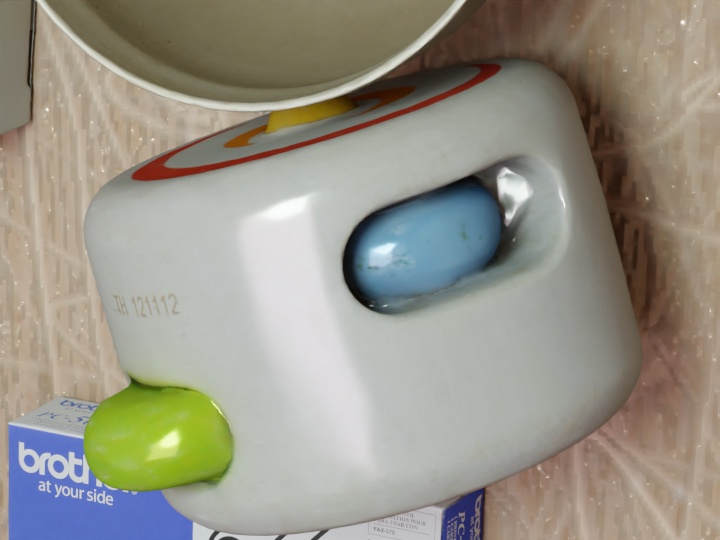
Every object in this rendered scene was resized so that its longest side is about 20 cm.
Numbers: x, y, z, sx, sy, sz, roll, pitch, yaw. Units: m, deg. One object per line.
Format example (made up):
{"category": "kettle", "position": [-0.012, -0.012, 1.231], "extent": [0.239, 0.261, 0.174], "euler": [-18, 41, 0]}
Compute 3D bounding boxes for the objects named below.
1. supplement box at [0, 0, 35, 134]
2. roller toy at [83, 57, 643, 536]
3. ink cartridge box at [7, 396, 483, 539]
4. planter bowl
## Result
{"category": "supplement box", "position": [-0.234, -0.131, 1.046], "extent": [0.200, 0.074, 0.126], "euler": [13, 111, 22]}
{"category": "roller toy", "position": [0.000, 0.000, 0.908], "extent": [0.182, 0.200, 0.140], "euler": [-13, 100, 19]}
{"category": "ink cartridge box", "position": [-0.050, 0.117, 1.046], "extent": [0.200, 0.044, 0.094], "euler": [9, 107, 24]}
{"category": "planter bowl", "position": [-0.015, -0.160, 0.887], "extent": [0.200, 0.135, 0.200], "euler": [3, 99, 21]}
